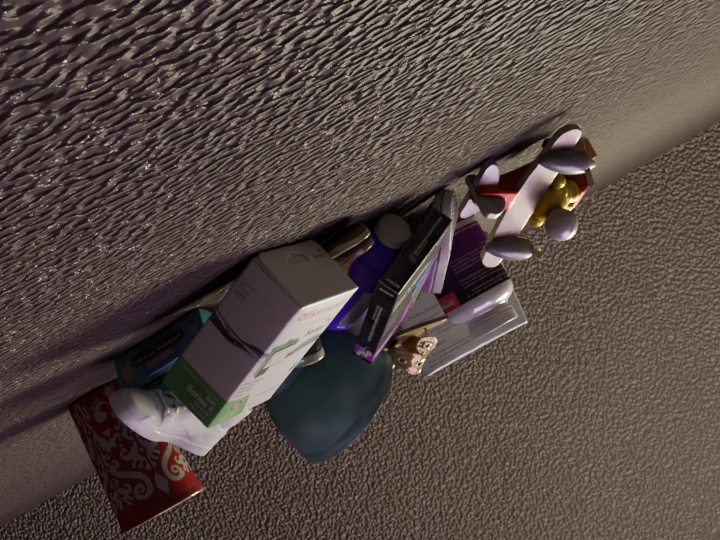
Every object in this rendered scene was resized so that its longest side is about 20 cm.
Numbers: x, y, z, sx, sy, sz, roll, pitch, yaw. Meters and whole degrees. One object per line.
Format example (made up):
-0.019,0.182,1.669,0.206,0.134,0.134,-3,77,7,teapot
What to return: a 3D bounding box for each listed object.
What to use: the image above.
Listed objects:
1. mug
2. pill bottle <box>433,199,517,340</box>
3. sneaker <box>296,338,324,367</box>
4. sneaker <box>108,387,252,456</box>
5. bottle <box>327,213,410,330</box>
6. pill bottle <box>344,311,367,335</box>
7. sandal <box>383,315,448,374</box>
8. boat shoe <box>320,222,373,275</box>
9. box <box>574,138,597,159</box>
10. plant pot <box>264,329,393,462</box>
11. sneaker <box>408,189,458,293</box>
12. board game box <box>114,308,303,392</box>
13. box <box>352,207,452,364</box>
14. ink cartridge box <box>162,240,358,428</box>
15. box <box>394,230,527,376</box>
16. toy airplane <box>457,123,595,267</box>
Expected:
-0.347,0.272,1.789,0.177,0.200,0.133,-32,174,40,mug
0.154,0.000,1.836,0.112,0.200,0.112,-29,175,-3,pill bottle
-0.151,0.086,1.713,0.200,0.106,0.075,-11,-169,23,sneaker
-0.220,0.163,1.542,0.116,0.074,0.200,-40,148,11,sneaker
0.000,0.000,1.637,0.065,0.084,0.200,4,143,-31,bottle
-0.019,0.055,1.897,0.120,0.120,0.200,-25,174,-36,pill bottle
0.071,0.127,1.864,0.078,0.070,0.212,-12,172,-41,sandal
-0.037,0.007,1.508,0.075,0.075,0.202,-42,-173,-37,boat shoe
0.281,-0.147,1.997,0.200,0.042,0.119,-29,176,-31,box
-0.069,0.163,1.800,0.200,0.134,0.200,-42,-157,23,plant pot
0.073,-0.043,1.706,0.201,0.114,0.073,100,5,-49,sneaker
-0.195,0.118,1.590,0.151,0.047,0.200,-31,153,24,board game box
0.054,0.024,1.624,0.143,0.036,0.200,-53,169,-31,box
-0.113,0.071,1.406,0.200,0.084,0.146,-51,166,25,ink cartridge box
0.131,0.042,2.036,0.199,0.171,0.200,-28,-165,-9,box
0.234,-0.095,1.657,0.199,0.141,0.200,-40,157,-2,toy airplane
